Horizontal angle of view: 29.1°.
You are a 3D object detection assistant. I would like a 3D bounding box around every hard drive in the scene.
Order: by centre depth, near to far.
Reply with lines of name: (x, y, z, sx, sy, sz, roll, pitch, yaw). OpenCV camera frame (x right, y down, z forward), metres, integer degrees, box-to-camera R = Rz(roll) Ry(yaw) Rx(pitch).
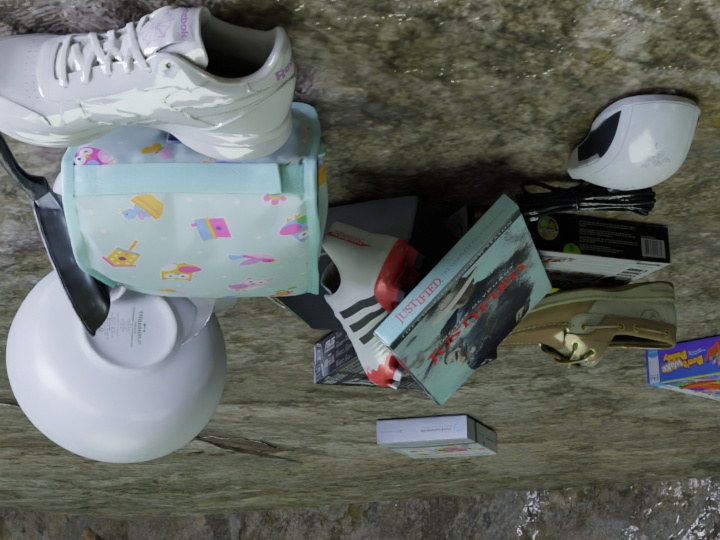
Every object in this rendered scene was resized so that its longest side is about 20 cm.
hard drive: (0.000, 0.000, 1.186, 0.198, 0.043, 0.135, -10, 141, 39)

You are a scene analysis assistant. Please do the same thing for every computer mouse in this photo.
computer mouse: (0.185, -0.072, 1.005, 0.108, 0.045, 0.200, 2, 165, -7)

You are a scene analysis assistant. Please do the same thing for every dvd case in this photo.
dvd case: (0.088, 0.030, 1.118, 0.146, 0.022, 0.200, -46, 156, -4)

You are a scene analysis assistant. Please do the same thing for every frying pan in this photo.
frying pan: (-0.223, -0.042, 1.000, 0.031, 0.192, 0.115, -21, -163, -4)

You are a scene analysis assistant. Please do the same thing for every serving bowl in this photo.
serving bowl: (-0.210, 0.064, 1.226, 0.197, 0.202, 0.066, 4, 148, -18)

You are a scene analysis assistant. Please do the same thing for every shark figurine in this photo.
shark figurine: (-0.133, 0.017, 1.155, 0.127, 0.090, 0.215, 34, 169, 1)

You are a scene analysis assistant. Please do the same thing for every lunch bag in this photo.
lunch bag: (-0.106, -0.049, 0.934, 0.168, 0.124, 0.200, 0, 171, -1)

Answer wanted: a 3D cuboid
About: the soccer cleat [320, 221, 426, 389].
soccer cleat: (0.009, 0.028, 1.127, 0.084, 0.069, 0.201, 26, 155, 16)

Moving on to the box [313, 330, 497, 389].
box: (0.047, 0.094, 1.597, 0.155, 0.051, 0.200, 5, 164, -18)

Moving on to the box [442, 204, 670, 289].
box: (0.160, -0.017, 1.224, 0.197, 0.035, 0.110, 5, 164, -21)

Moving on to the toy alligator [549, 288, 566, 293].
toy alligator: (0.174, 0.027, 1.361, 0.197, 0.060, 0.054, -2, -155, 4)

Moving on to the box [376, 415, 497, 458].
box: (0.128, 0.276, 2.287, 0.154, 0.042, 0.200, -5, 165, 18)

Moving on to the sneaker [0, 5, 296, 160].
sneaker: (-0.132, -0.121, 0.801, 0.197, 0.076, 0.100, 2, 146, -11)

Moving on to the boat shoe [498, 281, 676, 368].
boat shoe: (0.205, 0.054, 1.259, 0.197, 0.067, 0.074, -8, 168, -18)

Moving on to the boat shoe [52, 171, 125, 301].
boat shoe: (-0.204, -0.023, 1.121, 0.072, 0.068, 0.200, -1, 165, -1)

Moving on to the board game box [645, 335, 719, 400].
board game box: (0.467, 0.124, 1.734, 0.133, 0.045, 0.199, -15, 159, 43)
